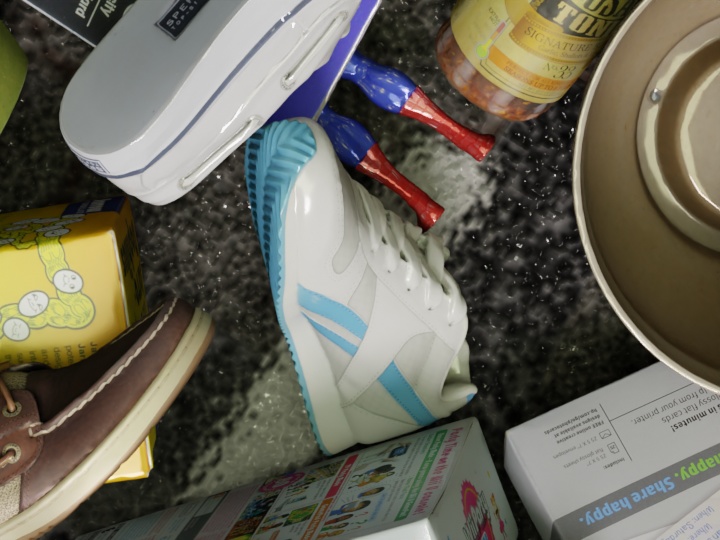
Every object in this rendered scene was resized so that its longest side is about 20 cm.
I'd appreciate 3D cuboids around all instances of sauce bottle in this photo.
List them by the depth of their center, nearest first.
[{"bbox_3d":[0.106,-0.149,1.086,0.066,0.066,0.200,32,128,-6],"label":"sauce bottle"}]

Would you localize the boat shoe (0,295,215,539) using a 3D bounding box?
[{"bbox_3d":[-0.148,0.071,1.046,0.200,0.072,0.072,-40,100,11],"label":"boat shoe"}]

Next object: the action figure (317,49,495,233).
[{"bbox_3d":[-0.036,-0.097,1.141,0.200,0.052,0.066,38,91,-2],"label":"action figure"}]

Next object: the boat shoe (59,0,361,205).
[{"bbox_3d":[-0.036,-0.111,1.043,0.200,0.074,0.065,-43,142,4],"label":"boat shoe"}]

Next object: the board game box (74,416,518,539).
[{"bbox_3d":[-0.042,0.136,1.110,0.199,0.148,0.065,-18,99,14],"label":"board game box"}]

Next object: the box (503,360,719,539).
[{"bbox_3d":[0.174,0.128,1.121,0.155,0.041,0.200,-23,65,-9],"label":"box"}]

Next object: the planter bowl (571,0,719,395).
[{"bbox_3d":[0.184,-0.051,1.111,0.199,0.135,0.201,0,99,-1],"label":"planter bowl"}]

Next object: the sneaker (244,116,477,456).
[{"bbox_3d":[0.000,0.000,1.108,0.080,0.077,0.200,-15,143,1],"label":"sneaker"}]

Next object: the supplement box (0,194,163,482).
[{"bbox_3d":[-0.193,0.040,1.128,0.199,0.109,0.110,-8,100,-1],"label":"supplement box"}]

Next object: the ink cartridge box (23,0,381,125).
[{"bbox_3d":[-0.067,-0.181,1.081,0.200,0.043,0.199,32,107,12],"label":"ink cartridge box"}]

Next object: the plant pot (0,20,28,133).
[{"bbox_3d":[-0.247,-0.106,1.081,0.200,0.187,0.187,32,97,-20],"label":"plant pot"}]
